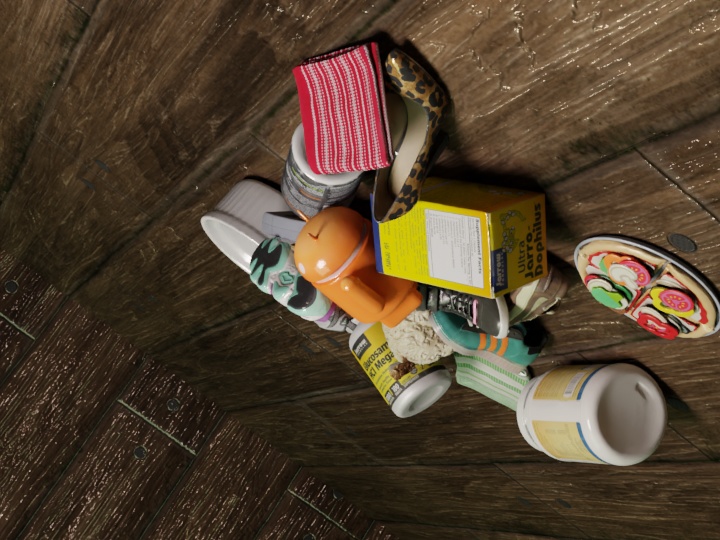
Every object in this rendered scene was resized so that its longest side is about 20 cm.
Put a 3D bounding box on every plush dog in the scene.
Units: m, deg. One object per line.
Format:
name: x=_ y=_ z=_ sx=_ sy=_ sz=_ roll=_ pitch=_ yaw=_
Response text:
plush dog: x=0.073 y=0.058 z=1.912 sx=0.200 sy=0.160 sz=0.172 roll=-7 pitch=112 yaw=62

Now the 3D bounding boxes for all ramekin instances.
ramekin: x=-0.150 y=-0.057 z=2.007 sx=0.200 sy=0.098 sz=0.201 roll=33 pitch=163 yaw=11

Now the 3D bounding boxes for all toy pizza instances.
toy pizza: x=0.351 y=0.028 z=1.537 sx=0.200 sy=0.032 sz=0.200 roll=30 pitch=160 yaw=12

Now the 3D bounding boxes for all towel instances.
towel: x=-0.023 y=-0.188 z=1.480 sx=0.200 sy=0.022 sz=0.145 roll=3 pitch=103 yaw=63
towel: x=0.223 y=0.178 z=2.103 sx=0.152 sy=0.023 sz=0.200 roll=26 pitch=159 yaw=20

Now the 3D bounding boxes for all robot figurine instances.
robot figurine: x=-0.007 y=-0.008 z=1.660 sx=0.200 sy=0.144 sz=0.117 roll=39 pitch=146 yaw=-27

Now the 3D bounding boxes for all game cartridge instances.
game cartridge: x=-0.048 y=-0.061 z=1.836 sx=0.133 sy=0.041 sz=0.200 roll=-9 pitch=-165 yaw=-42

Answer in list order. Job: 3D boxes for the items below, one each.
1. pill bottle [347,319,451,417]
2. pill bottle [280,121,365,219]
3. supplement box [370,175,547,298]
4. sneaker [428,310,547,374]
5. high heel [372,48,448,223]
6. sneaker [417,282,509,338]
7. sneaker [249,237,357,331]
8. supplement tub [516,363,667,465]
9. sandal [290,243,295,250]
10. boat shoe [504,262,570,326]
pill bottle: x=0.053 y=0.135 z=2.062 sx=0.200 sy=0.112 sz=0.112 roll=54 pitch=168 yaw=22
pill bottle: x=-0.052 y=-0.130 z=1.685 sx=0.106 sy=0.106 sz=0.200 roll=33 pitch=161 yaw=1
supplement box: x=0.122 y=-0.046 z=1.551 sx=0.200 sy=0.109 sz=0.109 roll=14 pitch=115 yaw=45
sneaker: x=0.189 y=0.085 z=1.814 sx=0.200 sy=0.080 sz=0.071 roll=23 pitch=-148 yaw=-36
high heel: x=0.041 y=-0.150 z=1.437 sx=0.071 sy=0.143 sz=0.200 roll=22 pitch=158 yaw=29
sneaker: x=0.132 y=0.045 z=1.718 sx=0.200 sy=0.099 sz=0.071 roll=-129 pitch=38 yaw=-61
sneaker: x=-0.074 y=0.034 z=1.813 sx=0.140 sy=0.078 sz=0.200 roll=35 pitch=-172 yaw=-41
supplement tub: x=0.334 y=0.210 z=1.822 sx=0.145 sy=0.145 sz=0.200 roll=40 pitch=160 yaw=-17
sandal: x=0.002 y=0.001 z=1.797 sx=0.211 sy=0.070 sz=0.078 roll=1 pitch=-170 yaw=-19
boat shoe: x=0.235 y=0.042 z=1.697 sx=0.075 sy=0.075 sz=0.202 roll=19 pitch=165 yaw=-1
